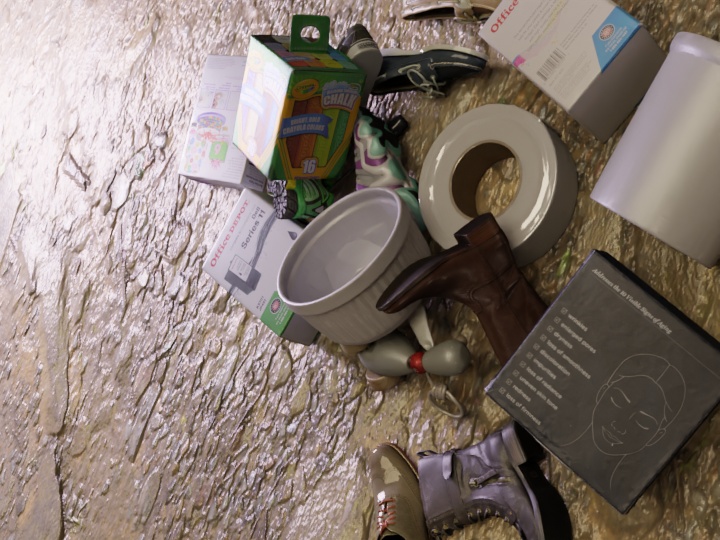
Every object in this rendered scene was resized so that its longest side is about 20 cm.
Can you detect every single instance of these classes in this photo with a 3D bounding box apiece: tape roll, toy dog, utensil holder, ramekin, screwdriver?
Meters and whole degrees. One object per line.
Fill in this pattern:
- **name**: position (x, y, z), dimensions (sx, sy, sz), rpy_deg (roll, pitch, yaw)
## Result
- **tape roll**: position (0.175, -0.107, 1.295), dimensions (0.199, 0.070, 0.207), rpy_deg (-10, 73, 34)
- **toy dog**: position (0.069, 0.097, 1.309), dimensions (0.197, 0.133, 0.097), rpy_deg (15, 51, 31)
- **utensil holder**: position (0.368, -0.128, 1.107), dimensions (0.169, 0.169, 0.202), rpy_deg (37, 103, 35)
- **ramekin**: position (0.000, 0.000, 1.296), dimensions (0.198, 0.105, 0.202), rpy_deg (-29, 32, 21)
- **screwdriver**: position (-0.005, -0.150, 1.463), dimensions (0.200, 0.029, 0.028), rpy_deg (-45, 58, 23)

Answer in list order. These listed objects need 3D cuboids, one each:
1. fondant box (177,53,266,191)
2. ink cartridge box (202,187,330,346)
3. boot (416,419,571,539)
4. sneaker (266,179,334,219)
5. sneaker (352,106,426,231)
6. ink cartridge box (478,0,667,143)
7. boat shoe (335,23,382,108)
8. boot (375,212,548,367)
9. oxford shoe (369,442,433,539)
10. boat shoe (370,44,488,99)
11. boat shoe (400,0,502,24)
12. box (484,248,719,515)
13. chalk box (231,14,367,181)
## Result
- **fondant box**: position (-0.198, -0.233, 1.596), dimensions (0.142, 0.058, 0.204), rpy_deg (11, 85, 36)
- **ink cartridge box**: position (-0.120, -0.009, 1.471), dimensions (0.199, 0.083, 0.148), rpy_deg (35, 99, 36)
- **boot**: position (0.154, 0.290, 1.227), dimensions (0.173, 0.069, 0.203), rpy_deg (-33, 58, 31)
- **sneaker**: position (-0.088, -0.128, 1.468), dimensions (0.201, 0.084, 0.079), rpy_deg (-109, 31, -54)
- **sneaker**: position (0.004, -0.115, 1.402), dimensions (0.139, 0.077, 0.202), rpy_deg (-37, 71, 27)
- **ink cartridge box**: position (0.255, -0.281, 1.245), dimensions (0.129, 0.124, 0.201), rpy_deg (-49, 57, 15)
- **boat shoe**: position (-0.025, -0.258, 1.445), dimensions (0.201, 0.070, 0.064), rpy_deg (-60, 42, 41)
- **boot**: position (0.139, 0.063, 1.206), dimensions (0.185, 0.202, 0.064), rpy_deg (-34, 14, -5)
- **oxford shoe**: position (0.049, 0.311, 1.280), dimensions (0.070, 0.074, 0.203), rpy_deg (-33, 62, 25)
- **boat shoe**: position (0.087, -0.272, 1.393), dimensions (0.197, 0.074, 0.063), rpy_deg (7, 81, 37)
- **boat shoe**: position (0.135, -0.363, 1.389), dimensions (0.199, 0.072, 0.064), rpy_deg (24, 99, 47)
- **box**: position (0.277, 0.116, 1.106), dimensions (0.199, 0.124, 0.198), rpy_deg (41, 104, 15)
- **chalk box**: position (-0.080, -0.238, 1.356), dimensions (0.124, 0.123, 0.203), rpy_deg (44, 129, 42)
